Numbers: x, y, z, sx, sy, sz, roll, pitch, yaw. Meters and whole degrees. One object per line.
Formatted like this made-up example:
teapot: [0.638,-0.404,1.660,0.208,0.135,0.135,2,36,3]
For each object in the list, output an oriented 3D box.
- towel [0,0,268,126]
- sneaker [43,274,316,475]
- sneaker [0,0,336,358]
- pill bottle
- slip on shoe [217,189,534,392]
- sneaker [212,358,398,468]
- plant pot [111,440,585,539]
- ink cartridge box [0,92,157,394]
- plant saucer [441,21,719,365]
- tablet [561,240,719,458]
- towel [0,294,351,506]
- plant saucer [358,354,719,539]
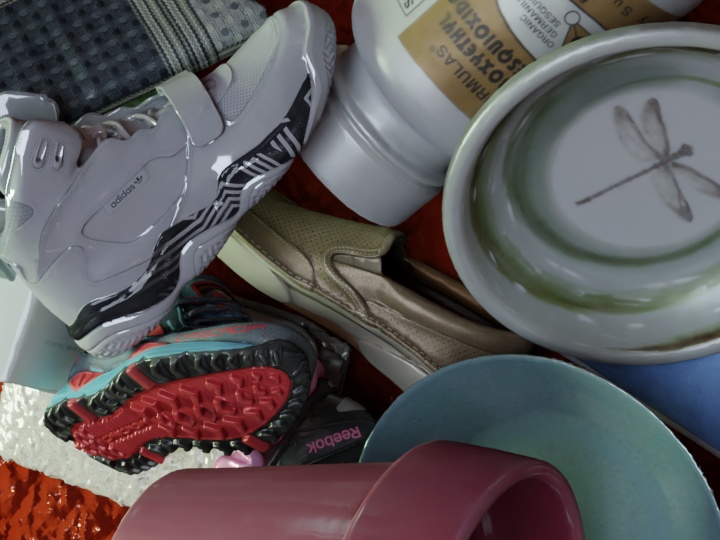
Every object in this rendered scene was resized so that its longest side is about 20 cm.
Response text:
towel: [-0.166,-0.150,1.185,0.192,0.035,0.200,-25,58,-7]
sneaker: [-0.088,0.037,1.158,0.200,0.079,0.096,-15,47,51]
sneaker: [-0.103,-0.064,1.097,0.115,0.075,0.200,36,93,-27]
pill bottle: [0.060,-0.116,1.127,0.200,0.114,0.114,-40,81,22]
slip on shoe: [0.000,0.000,1.188,0.200,0.076,0.061,39,115,10]
sneaker: [-0.047,0.147,1.181,0.095,0.079,0.200,31,93,5]
plant pot: [-0.015,0.169,1.056,0.179,0.200,0.200,9,100,27]
ink cartridge box: [-0.198,-0.050,1.235,0.145,0.088,0.200,20,91,19]
plant saucer: [0.137,-0.043,1.093,0.200,0.050,0.200,-1,130,-1]
tablet: [0.191,0.028,1.147,0.200,0.014,0.130,33,108,16]
towel: [-0.107,0.069,1.265,0.200,0.034,0.133,17,102,20]
plant saucer: [0.091,0.132,1.127,0.201,0.039,0.201,8,107,27]
